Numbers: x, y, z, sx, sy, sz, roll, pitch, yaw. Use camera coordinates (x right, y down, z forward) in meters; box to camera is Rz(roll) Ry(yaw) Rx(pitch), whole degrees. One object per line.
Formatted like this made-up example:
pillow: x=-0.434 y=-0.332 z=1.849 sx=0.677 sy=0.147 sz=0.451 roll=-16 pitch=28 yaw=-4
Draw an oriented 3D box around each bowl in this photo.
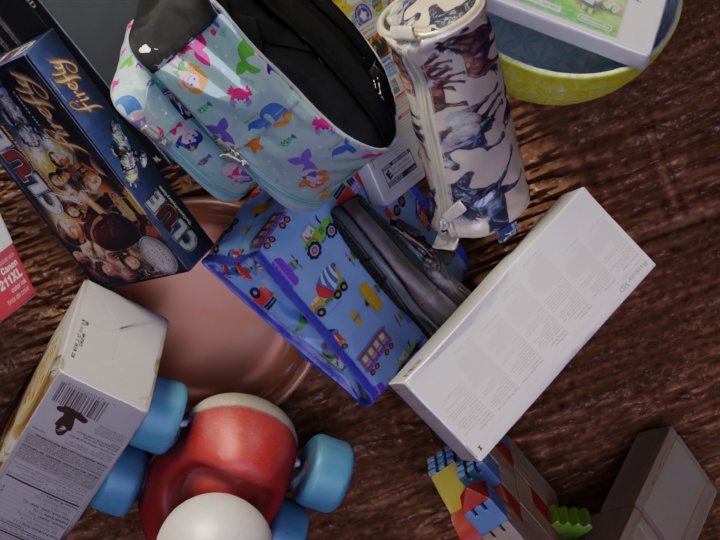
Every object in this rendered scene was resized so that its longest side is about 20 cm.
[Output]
bowl: x=0.140 y=-0.198 z=1.337 sx=0.198 sy=0.201 sz=0.108 roll=7 pitch=149 yaw=-6

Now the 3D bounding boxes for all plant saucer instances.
plant saucer: x=-0.130 y=0.033 z=1.433 sx=0.198 sy=0.037 sz=0.202 roll=-1 pitch=106 yaw=-5

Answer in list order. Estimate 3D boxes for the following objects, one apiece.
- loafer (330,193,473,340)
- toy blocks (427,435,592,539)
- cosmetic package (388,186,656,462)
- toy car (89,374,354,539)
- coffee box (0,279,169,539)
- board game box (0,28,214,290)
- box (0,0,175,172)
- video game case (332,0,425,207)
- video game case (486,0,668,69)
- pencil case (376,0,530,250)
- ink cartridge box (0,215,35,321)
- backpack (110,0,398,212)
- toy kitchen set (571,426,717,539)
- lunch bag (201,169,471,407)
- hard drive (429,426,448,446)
loafer: x=0.059 y=0.015 z=1.312 sx=0.063 sy=0.072 sz=0.200 roll=-40 pitch=95 yaw=-6
toy blocks: x=0.110 y=0.191 z=1.403 sx=0.100 sy=0.200 sz=0.137 roll=-35 pitch=113 yaw=15
cosmetic package: x=0.119 y=0.039 z=1.267 sx=0.083 sy=0.051 sz=0.200 roll=45 pitch=76 yaw=-6
toy car: x=-0.121 y=0.217 z=1.382 sx=0.183 sy=0.201 sz=0.177 roll=22 pitch=131 yaw=-15
coffee box: x=-0.235 y=0.124 z=1.379 sx=0.079 sy=0.115 sz=0.200 roll=26 pitch=125 yaw=-14
board game box: x=-0.213 y=-0.078 z=1.305 sx=0.035 sy=0.135 sz=0.200 roll=-48 pitch=112 yaw=-32
box: x=-0.215 y=-0.163 z=1.309 sx=0.200 sy=0.141 sz=0.079 roll=52 pitch=58 yaw=-16
video game case: x=0.019 y=-0.170 z=1.347 sx=0.143 sy=0.018 sz=0.201 roll=-38 pitch=112 yaw=-39
video game case: x=0.142 y=-0.255 z=1.295 sx=0.199 sy=0.183 sz=0.022 roll=21 pitch=148 yaw=2
pencil case: x=0.068 y=-0.112 z=1.239 sx=0.077 sy=0.090 sz=0.201 roll=6 pitch=135 yaw=26
ink cartridge box: x=-0.362 y=-0.043 z=1.337 sx=0.145 sy=0.083 sz=0.201 roll=-10 pitch=110 yaw=32
backpack: x=-0.070 y=-0.137 z=1.209 sx=0.200 sy=0.178 sz=0.151 roll=36 pitch=118 yaw=-22
toy kitchen set: x=0.206 y=0.272 z=1.514 sx=0.199 sy=0.181 sz=0.164 roll=-18 pitch=117 yaw=43
lunch bag: x=0.000 y=0.000 z=1.385 sx=0.200 sy=0.094 sz=0.151 roll=46 pitch=66 yaw=-23
hard drive: x=0.124 y=0.041 z=1.400 sx=0.033 sy=0.140 sz=0.201 roll=33 pitch=102 yaw=-1
